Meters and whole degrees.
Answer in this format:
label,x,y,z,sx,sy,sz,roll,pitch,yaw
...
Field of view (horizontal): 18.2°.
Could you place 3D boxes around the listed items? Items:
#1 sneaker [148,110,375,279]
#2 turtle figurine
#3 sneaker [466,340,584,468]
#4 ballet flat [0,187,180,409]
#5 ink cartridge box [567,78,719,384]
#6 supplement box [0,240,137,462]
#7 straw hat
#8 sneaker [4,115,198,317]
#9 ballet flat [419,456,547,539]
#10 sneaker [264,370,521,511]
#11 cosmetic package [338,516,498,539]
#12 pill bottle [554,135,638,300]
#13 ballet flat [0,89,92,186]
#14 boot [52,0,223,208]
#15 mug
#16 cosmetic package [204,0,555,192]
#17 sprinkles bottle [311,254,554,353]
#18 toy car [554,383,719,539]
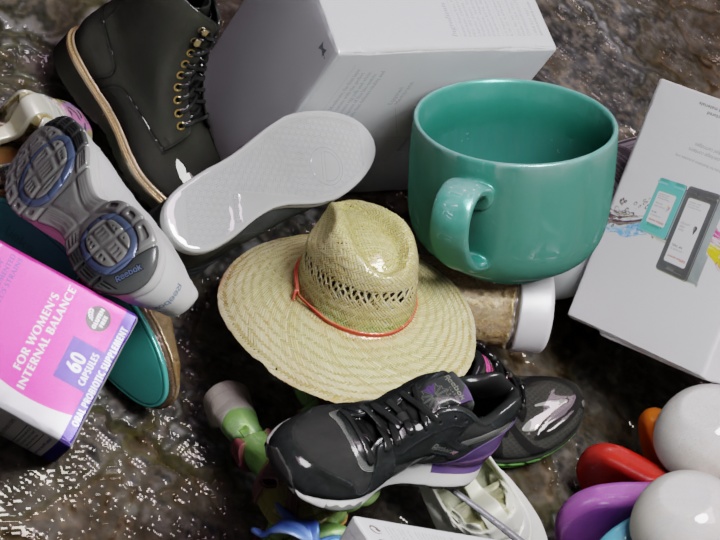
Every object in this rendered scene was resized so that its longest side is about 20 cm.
label,x,y,z,sx,sy,sz,roll,pitch,yaw
sneaker,-0.083,-0.056,1.654,0.200,0.099,0.071,-29,90,-34
turtle figurine,-0.024,0.158,1.566,0.199,0.144,0.194,15,34,-36
sneaker,0.088,0.098,1.690,0.199,0.084,0.077,5,57,-27
ballet flat,-0.187,0.012,1.616,0.200,0.068,0.072,44,29,9
ink cartridge box,0.286,-0.020,1.743,0.146,0.201,0.146,16,7,-47
supplement box,-0.264,0.034,1.503,0.199,0.103,0.102,28,74,-8
straw hat,0.000,0.000,1.580,0.200,0.085,0.201,7,36,-5
sneaker,-0.182,-0.031,1.561,0.087,0.074,0.200,44,7,-49
ballet flat,0.076,0.155,1.619,0.069,0.069,0.200,-44,107,-42
sneaker,0.025,0.097,1.471,0.199,0.088,0.076,-6,54,-48
cosmetic package,0.061,0.238,1.483,0.199,0.113,0.081,13,27,-35
pill bottle,0.178,-0.039,1.819,0.199,0.111,0.111,-17,68,-37
ballet flat,-0.268,-0.096,1.629,0.199,0.071,0.069,-20,65,-38
boot,-0.127,-0.129,1.676,0.200,0.138,0.077,49,34,-2
mug,0.097,-0.056,1.654,0.184,0.115,0.152,-15,34,-29
cosmetic package,0.006,-0.160,1.745,0.199,0.199,0.123,-6,62,-33
sprinkles bottle,0.044,0.020,1.698,0.199,0.068,0.069,5,55,-8
toy car,0.221,0.186,1.675,0.149,0.176,0.201,6,47,17
